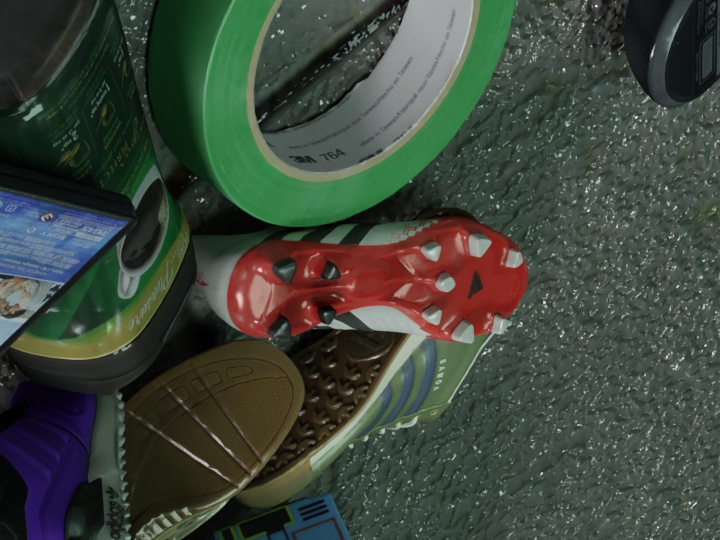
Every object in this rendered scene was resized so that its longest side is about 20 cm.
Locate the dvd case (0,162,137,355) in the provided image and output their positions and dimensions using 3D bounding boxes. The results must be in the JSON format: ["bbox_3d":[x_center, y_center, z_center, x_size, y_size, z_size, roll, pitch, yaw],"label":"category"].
[{"bbox_3d":[-0.208,0.019,1.237,0.143,0.018,0.200,14,134,-46],"label":"dvd case"}]

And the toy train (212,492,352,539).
[{"bbox_3d":[-0.077,0.201,1.520,0.200,0.114,0.087,-21,141,-8],"label":"toy train"}]

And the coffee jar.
[{"bbox_3d":[-0.138,-0.038,1.308,0.200,0.085,0.104,75,32,-46],"label":"coffee jar"}]

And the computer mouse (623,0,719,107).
[{"bbox_3d":[0.203,-0.163,1.619,0.200,0.053,0.139,-38,143,-36],"label":"computer mouse"}]

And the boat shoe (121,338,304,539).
[{"bbox_3d":[-0.114,0.110,1.487,0.200,0.073,0.063,-40,179,-9],"label":"boat shoe"}]

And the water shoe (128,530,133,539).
[{"bbox_3d":[-0.075,0.204,1.426,0.079,0.072,0.200,-23,98,-7],"label":"water shoe"}]

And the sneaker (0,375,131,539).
[{"bbox_3d":[-0.165,0.092,1.340,0.099,0.200,0.070,17,111,-17],"label":"sneaker"}]

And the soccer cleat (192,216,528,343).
[{"bbox_3d":[0.000,0.000,1.489,0.200,0.085,0.069,-4,110,-38],"label":"soccer cleat"}]

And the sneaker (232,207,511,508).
[{"bbox_3d":[0.012,0.065,1.573,0.200,0.067,0.090,-48,138,-12],"label":"sneaker"}]

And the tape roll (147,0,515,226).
[{"bbox_3d":[-0.012,-0.119,1.419,0.200,0.048,0.201,-28,137,-30],"label":"tape roll"}]
